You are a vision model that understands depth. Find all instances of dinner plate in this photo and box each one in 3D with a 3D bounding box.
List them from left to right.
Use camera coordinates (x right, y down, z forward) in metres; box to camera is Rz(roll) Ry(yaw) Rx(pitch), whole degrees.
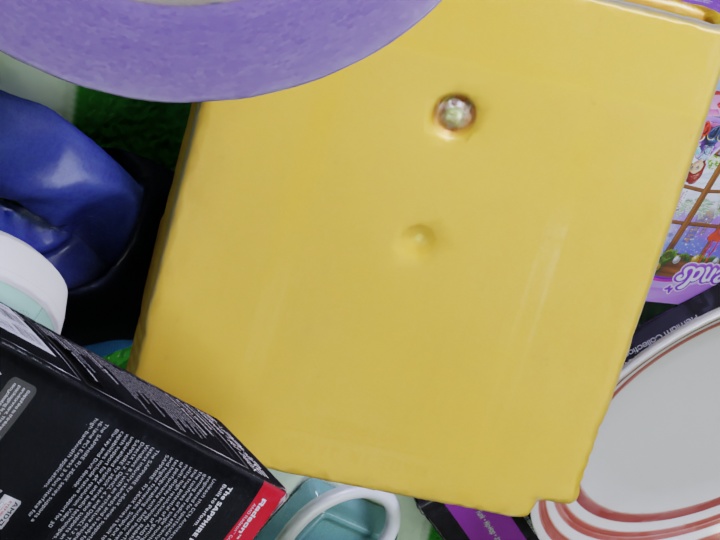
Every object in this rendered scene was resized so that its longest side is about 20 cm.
[{"bbox_3d":[0.163,0.065,1.061,0.199,0.024,0.201,-16,142,-13],"label":"dinner plate"}]

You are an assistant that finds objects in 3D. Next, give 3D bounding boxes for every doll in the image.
[{"bbox_3d":[-0.093,-0.015,0.880,0.136,0.049,0.200,-43,141,16],"label":"doll"}]

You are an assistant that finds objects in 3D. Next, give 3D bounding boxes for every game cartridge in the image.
[{"bbox_3d":[0.019,-0.016,0.851,0.175,0.032,0.201,12,113,-11],"label":"game cartridge"}]

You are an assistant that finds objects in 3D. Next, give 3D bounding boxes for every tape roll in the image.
[{"bbox_3d":[-0.050,-0.155,0.691,0.199,0.085,0.201,-1,118,-2],"label":"tape roll"}]

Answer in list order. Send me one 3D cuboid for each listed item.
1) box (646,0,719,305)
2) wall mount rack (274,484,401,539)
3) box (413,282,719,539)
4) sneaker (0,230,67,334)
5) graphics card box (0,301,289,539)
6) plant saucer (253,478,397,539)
[{"bbox_3d":[0.142,-0.050,1.026,0.199,0.039,0.137,5,126,-39],"label":"box"},{"bbox_3d":[-0.011,0.195,1.087,0.173,0.075,0.200,13,120,-39],"label":"wall mount rack"},{"bbox_3d":[0.129,0.080,1.109,0.199,0.036,0.143,-27,145,4],"label":"box"},{"bbox_3d":[-0.147,0.062,0.815,0.073,0.119,0.201,12,154,1],"label":"sneaker"},{"bbox_3d":[-0.125,0.079,0.772,0.126,0.051,0.200,-51,144,5],"label":"graphics card box"},{"bbox_3d":[-0.064,0.180,1.109,0.200,0.019,0.070,-47,138,13],"label":"plant saucer"}]
